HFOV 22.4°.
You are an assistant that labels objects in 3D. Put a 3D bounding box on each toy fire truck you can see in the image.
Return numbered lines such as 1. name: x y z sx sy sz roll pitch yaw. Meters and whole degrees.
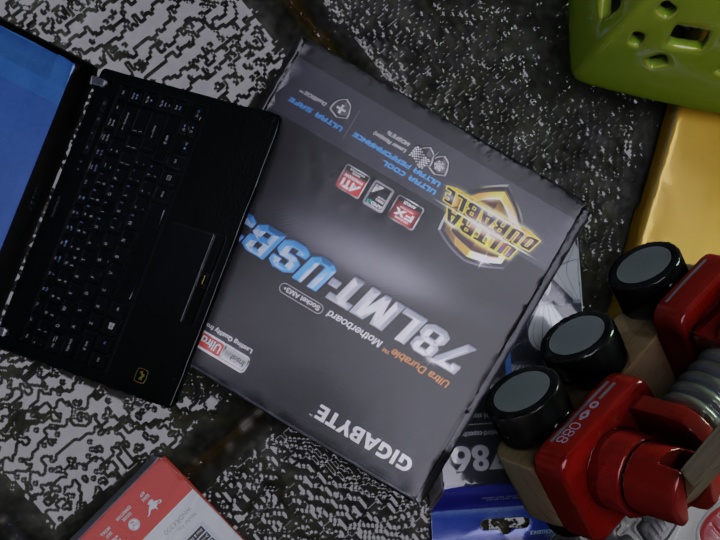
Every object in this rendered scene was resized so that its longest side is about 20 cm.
1. toy fire truck: 0.187 0.066 0.989 0.176 0.199 0.129 -42 121 -24

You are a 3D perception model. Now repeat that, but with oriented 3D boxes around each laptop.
1. laptop: -0.174 -0.043 1.012 0.199 0.103 0.178 17 81 24

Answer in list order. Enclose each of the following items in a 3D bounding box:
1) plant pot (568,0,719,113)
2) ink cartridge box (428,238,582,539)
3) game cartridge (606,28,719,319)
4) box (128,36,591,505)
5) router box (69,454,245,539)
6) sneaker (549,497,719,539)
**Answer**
1. plant pot: 0.246 -0.217 1.065 0.199 0.182 0.200 8 70 -13
2. ink cartridge box: 0.087 0.071 1.098 0.099 0.039 0.202 -3 87 -13
3. game cartridge: 0.261 -0.031 1.150 0.175 0.032 0.201 19 84 -10
4. box: 0.000 0.000 1.054 0.199 0.050 0.199 31 85 3
5. router box: -0.123 0.238 1.033 0.180 0.049 0.200 45 78 -5
6. sneaker: 0.198 0.155 1.100 0.199 0.083 0.081 -32 78 2
